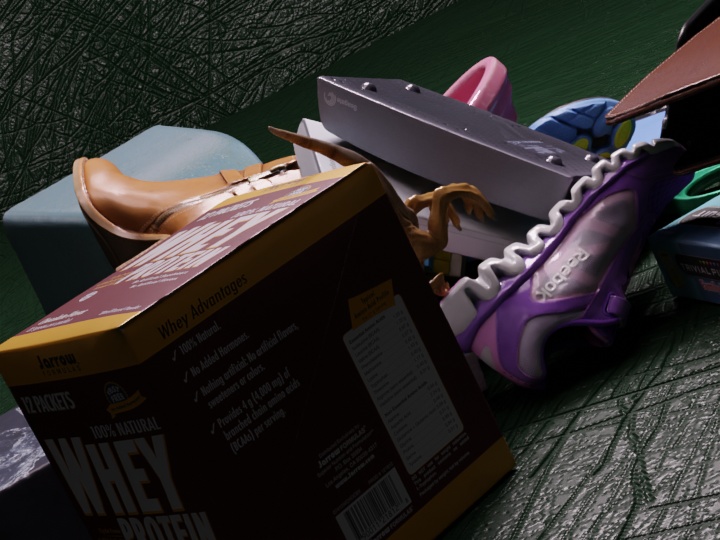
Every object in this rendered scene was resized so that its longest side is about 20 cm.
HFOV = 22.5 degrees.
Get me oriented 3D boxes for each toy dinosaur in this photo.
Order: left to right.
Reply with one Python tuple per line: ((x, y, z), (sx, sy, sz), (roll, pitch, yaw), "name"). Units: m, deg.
((0.024, -0.022, 1.091), (0.106, 0.200, 0.060), (-37, 41, -27), "toy dinosaur")

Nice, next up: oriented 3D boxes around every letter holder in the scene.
((0.262, -0.108, 1.145), (0.142, 0.101, 0.200), (-17, 15, 42), "letter holder")

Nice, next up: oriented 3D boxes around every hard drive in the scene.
((0.058, -0.048, 1.252), (0.200, 0.027, 0.132), (13, 23, -15), "hard drive")
((0.077, -0.085, 1.243), (0.200, 0.042, 0.135), (24, 15, 26), "hard drive")

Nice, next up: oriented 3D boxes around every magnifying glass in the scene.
((0.238, -0.058, 1.389), (0.080, 0.022, 0.200), (-37, 18, -37), "magnifying glass")

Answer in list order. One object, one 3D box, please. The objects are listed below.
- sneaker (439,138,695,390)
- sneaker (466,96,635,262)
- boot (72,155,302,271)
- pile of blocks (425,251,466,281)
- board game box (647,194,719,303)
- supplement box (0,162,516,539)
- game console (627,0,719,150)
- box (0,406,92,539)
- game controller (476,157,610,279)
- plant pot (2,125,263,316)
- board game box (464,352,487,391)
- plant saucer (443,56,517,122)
((0.145, 0.001, 1.145), (0.200, 0.088, 0.080), (-41, -22, -8), "sneaker")
((0.138, -0.085, 1.484), (0.200, 0.071, 0.083), (-37, 17, 31), "sneaker")
((-0.116, -0.051, 1.299), (0.155, 0.077, 0.200), (-30, 34, -8), "boot")
((0.000, 0.000, 1.374), (0.200, 0.062, 0.082), (10, -9, -27), "pile of blocks")
((0.303, -0.044, 1.138), (0.200, 0.047, 0.151), (-29, 13, -14), "board game box")
((-0.056, 0.078, 1.005), (0.133, 0.200, 0.197), (-11, 19, 49), "supplement box")
((0.249, -0.158, 1.542), (0.176, 0.116, 0.200), (-17, 15, 35), "game console")
((-0.241, 0.182, 1.147), (0.200, 0.117, 0.197), (-29, 13, -16), "box")
((0.158, -0.029, 1.335), (0.104, 0.042, 0.200), (-17, 23, 40), "game controller")
((-0.155, -0.008, 1.590), (0.196, 0.196, 0.200), (-34, 20, -33), "plant pot")
((-0.046, 0.057, 1.234), (0.199, 0.041, 0.200), (-27, 41, -6), "board game box")
((0.063, -0.084, 1.489), (0.201, 0.051, 0.201), (-50, 8, 9), "plant saucer")
